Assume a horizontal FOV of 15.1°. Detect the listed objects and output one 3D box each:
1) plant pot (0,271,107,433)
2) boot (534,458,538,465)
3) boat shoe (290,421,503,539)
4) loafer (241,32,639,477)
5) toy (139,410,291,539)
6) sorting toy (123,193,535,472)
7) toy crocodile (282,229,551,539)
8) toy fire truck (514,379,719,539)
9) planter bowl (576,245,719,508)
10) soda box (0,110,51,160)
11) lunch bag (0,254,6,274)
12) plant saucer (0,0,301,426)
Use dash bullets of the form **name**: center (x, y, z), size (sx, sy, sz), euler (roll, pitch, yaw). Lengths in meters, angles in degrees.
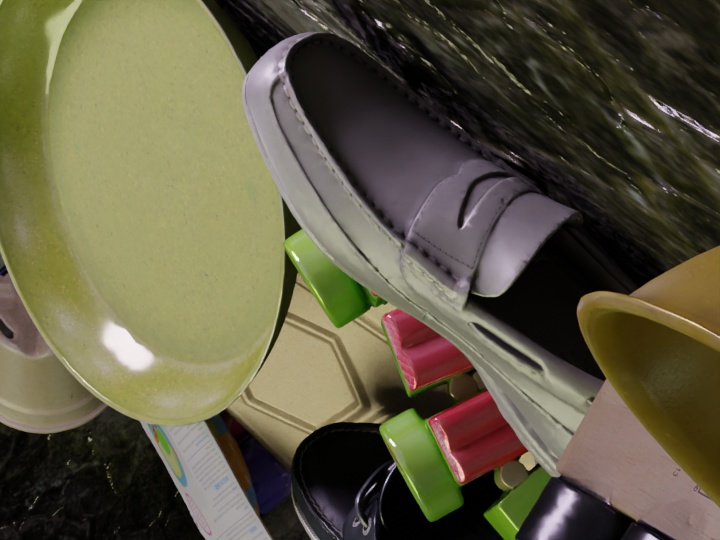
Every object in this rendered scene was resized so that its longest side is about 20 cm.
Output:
- **plant pot**: center (-0.363, 0.064, 3.110), size (0.200, 0.200, 0.184), euler (40, 161, 10)
- **boot**: center (0.140, 0.102, 0.972), size (0.155, 0.072, 0.200), euler (44, 176, -11)
- **boat shoe**: center (0.033, 0.098, 1.045), size (0.199, 0.074, 0.066), euler (38, 165, 45)
- **loafer**: center (0.045, -0.007, 0.889), size (0.200, 0.070, 0.070), euler (44, 141, -2)
- **toy**: center (-0.072, 0.060, 1.235), size (0.200, 0.047, 0.115), euler (56, 164, 4)
- **sorting toy**: center (0.021, 0.044, 1.123), size (0.200, 0.036, 0.185), euler (40, 140, -11)
- **toy crocodile**: center (0.026, 0.019, 0.946), size (0.200, 0.067, 0.062), euler (63, 177, 7)
- **toy fire truck**: center (0.162, 0.114, 0.798), size (0.200, 0.129, 0.176), euler (32, 178, -26)
- **planter bowl**: center (0.143, 0.041, 0.519), size (0.200, 0.083, 0.200), euler (40, 173, 6)
- **soda box**: center (-0.184, -0.081, 1.189), size (0.200, 0.064, 0.068), euler (2, -179, -13)
- **lunch bag**: center (-0.214, -0.084, 1.352), size (0.200, 0.170, 0.124), euler (48, 176, -39)
- **plant saucer**: center (-0.085, -0.038, 1.089), size (0.200, 0.031, 0.200), euler (21, 118, 45)
